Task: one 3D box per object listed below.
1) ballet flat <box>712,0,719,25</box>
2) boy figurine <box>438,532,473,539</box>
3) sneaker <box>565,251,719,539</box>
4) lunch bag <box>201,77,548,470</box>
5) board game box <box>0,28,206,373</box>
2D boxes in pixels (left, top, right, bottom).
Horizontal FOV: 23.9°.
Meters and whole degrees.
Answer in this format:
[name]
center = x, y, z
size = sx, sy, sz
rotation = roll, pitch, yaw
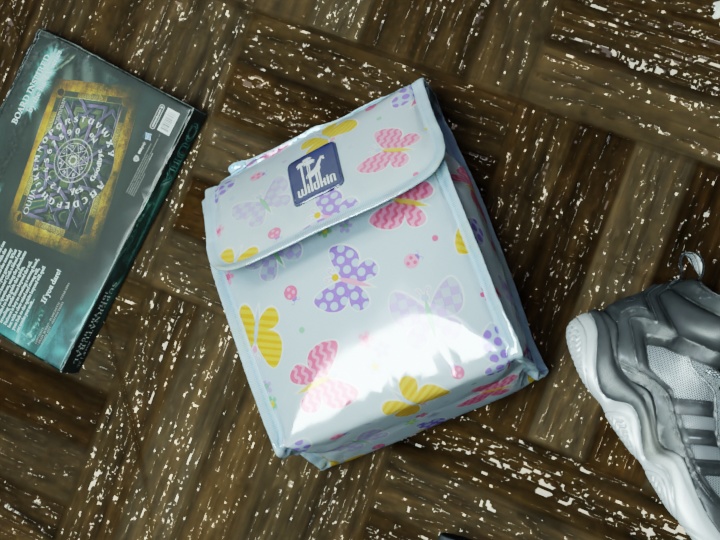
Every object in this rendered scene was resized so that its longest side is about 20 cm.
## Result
[ballet flat]
center = 0.264, -0.090, 1.028
size = 0.071, 0.072, 0.202
rotation = -17, 77, 14
[boy figurine]
center = 0.045, 0.263, 1.045
size = 0.124, 0.064, 0.201
rotation = 20, 87, 15
[sneaker]
center = 0.216, 0.085, 1.006
size = 0.114, 0.075, 0.201
rotation = -37, 73, 12
[lunch bag]
center = 0.000, 0.000, 1.057
size = 0.169, 0.127, 0.201
rotation = -22, 72, 11
[board game box]
center = -0.208, -0.049, 1.171
size = 0.135, 0.028, 0.201
rotation = 29, 93, 18
